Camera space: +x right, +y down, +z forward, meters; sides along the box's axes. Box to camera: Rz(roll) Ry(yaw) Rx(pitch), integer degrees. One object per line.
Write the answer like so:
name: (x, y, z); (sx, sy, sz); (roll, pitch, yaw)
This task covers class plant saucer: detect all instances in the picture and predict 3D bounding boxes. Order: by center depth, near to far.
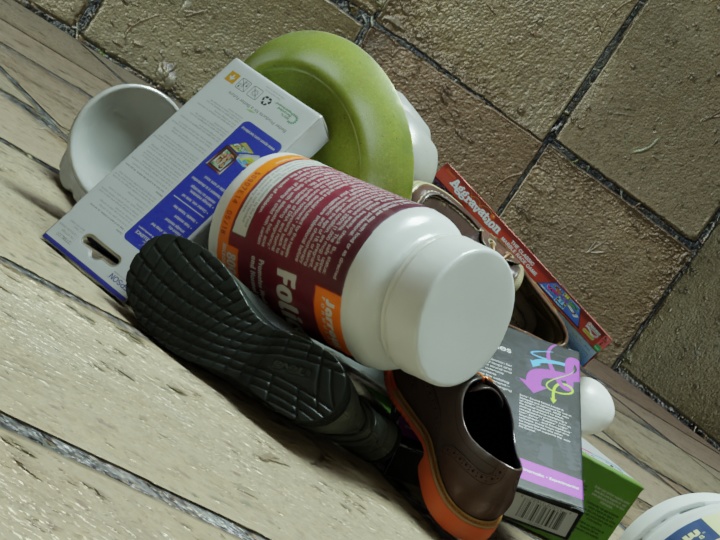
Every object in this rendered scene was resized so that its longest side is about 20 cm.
plant saucer: (-0.048, -0.079, 1.416); (0.200, 0.201, 0.031); (36, 25, 30)

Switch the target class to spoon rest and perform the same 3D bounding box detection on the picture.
spoon rest: (-0.152, -0.059, 1.492); (0.200, 0.099, 0.061); (54, -14, -28)

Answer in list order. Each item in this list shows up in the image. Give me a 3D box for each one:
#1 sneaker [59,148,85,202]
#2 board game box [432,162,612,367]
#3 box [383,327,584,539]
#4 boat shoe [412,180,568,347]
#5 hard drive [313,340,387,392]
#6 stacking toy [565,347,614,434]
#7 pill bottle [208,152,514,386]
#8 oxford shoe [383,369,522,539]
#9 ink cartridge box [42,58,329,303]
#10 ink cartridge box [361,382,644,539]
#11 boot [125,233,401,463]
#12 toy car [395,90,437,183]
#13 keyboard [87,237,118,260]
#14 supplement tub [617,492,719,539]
sneaker: (-0.188, -0.067, 1.618); (0.114, 0.076, 0.200); (32, 11, -28)
board game box: (0.133, -0.003, 1.599); (0.200, 0.019, 0.103); (48, -7, 6)
box: (0.094, 0.103, 1.395); (0.143, 0.036, 0.200); (20, 32, -6)
boat shoe: (0.099, 0.002, 1.481); (0.072, 0.072, 0.200); (7, -34, 46)
hard drive: (-0.033, 0.051, 1.535); (0.132, 0.027, 0.200); (34, -4, -21)
stacking toy: (0.128, 0.076, 1.606); (0.200, 0.146, 0.146); (29, 4, 4)
pill bottle: (0.000, 0.000, 1.283); (0.200, 0.114, 0.114); (24, -2, 41)
oxford shoe: (0.070, 0.089, 1.288); (0.071, 0.073, 0.200); (15, 36, -31)
ink cartridge box: (-0.124, -0.061, 1.357); (0.095, 0.200, 0.037); (36, -21, 30)
ink cartridge box: (0.112, 0.136, 1.550); (0.148, 0.076, 0.200); (30, 8, -40)
boot: (-0.068, 0.062, 1.288); (0.200, 0.068, 0.131); (36, -6, 25)
toy car: (-0.002, -0.044, 1.544); (0.150, 0.175, 0.200); (53, 7, -12)
keyboard: (-0.116, 0.015, 1.464); (0.200, 0.040, 0.104); (33, 4, -1)
supplement tub: (0.229, 0.220, 1.083); (0.145, 0.145, 0.200); (32, 5, -20)
